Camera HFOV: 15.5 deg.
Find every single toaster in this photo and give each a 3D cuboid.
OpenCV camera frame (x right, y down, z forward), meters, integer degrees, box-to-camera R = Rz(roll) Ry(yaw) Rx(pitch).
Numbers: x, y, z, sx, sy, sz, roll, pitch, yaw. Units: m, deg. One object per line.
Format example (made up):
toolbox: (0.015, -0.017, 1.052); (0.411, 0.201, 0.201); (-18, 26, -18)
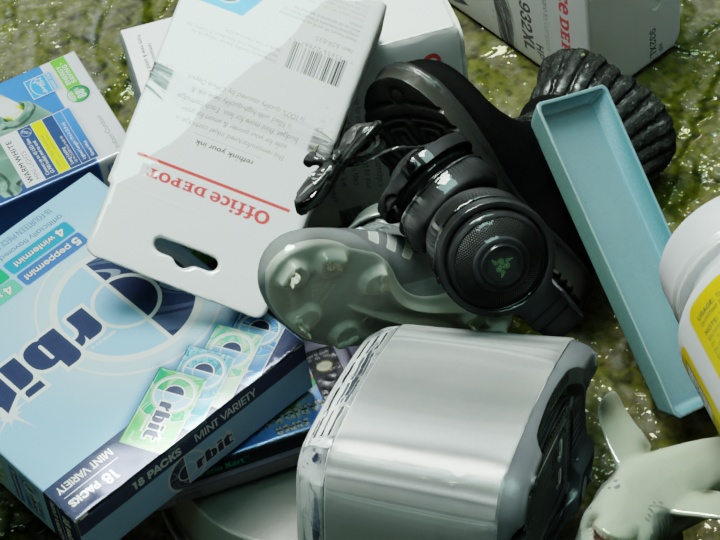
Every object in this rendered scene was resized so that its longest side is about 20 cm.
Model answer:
toaster: (0.046, 0.110, 1.419); (0.129, 0.114, 0.200); (9, 34, 16)

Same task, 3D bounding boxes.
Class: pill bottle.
pill bottle: (0.237, 0.053, 1.404); (0.114, 0.115, 0.200); (-16, 44, -6)

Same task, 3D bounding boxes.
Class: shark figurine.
shark figurine: (0.205, 0.133, 1.461); (0.214, 0.090, 0.128); (-5, 43, -12)

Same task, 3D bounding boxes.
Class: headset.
headset: (0.045, -0.019, 1.461); (0.094, 0.200, 0.124); (-43, 45, 3)

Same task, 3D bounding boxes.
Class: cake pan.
cake pan: (-0.024, 0.102, 1.550); (0.199, 0.037, 0.201); (-4, 49, 4)

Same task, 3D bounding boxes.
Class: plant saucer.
plant saucer: (0.159, -0.011, 1.552); (0.070, 0.019, 0.201); (-18, 81, -46)

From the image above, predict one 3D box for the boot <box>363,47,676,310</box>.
boot: (0.099, -0.088, 1.603); (0.079, 0.211, 0.158); (-2, 47, 44)

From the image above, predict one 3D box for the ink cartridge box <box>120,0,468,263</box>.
ink cartridge box: (-0.035, -0.100, 1.654); (0.199, 0.146, 0.084); (-16, 47, -7)

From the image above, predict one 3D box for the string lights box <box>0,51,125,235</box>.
string lights box: (-0.250, -0.053, 1.699); (0.199, 0.059, 0.103); (-25, 52, -13)

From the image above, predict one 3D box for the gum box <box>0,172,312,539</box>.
gum box: (-0.156, 0.051, 1.517); (0.170, 0.045, 0.200); (-38, 53, -23)

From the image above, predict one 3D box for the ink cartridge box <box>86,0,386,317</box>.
ink cartridge box: (-0.073, -0.077, 1.532); (0.115, 0.067, 0.201); (21, 79, 0)

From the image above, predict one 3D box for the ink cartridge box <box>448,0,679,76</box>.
ink cartridge box: (0.110, -0.226, 1.742); (0.084, 0.145, 0.200); (-37, 55, -22)

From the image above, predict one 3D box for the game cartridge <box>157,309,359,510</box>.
game cartridge: (-0.073, 0.066, 1.542); (0.199, 0.038, 0.130); (-18, 45, -8)

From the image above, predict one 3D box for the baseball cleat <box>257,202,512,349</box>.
baseball cleat: (0.000, 0.000, 1.514); (0.070, 0.200, 0.107); (-50, 50, 17)
